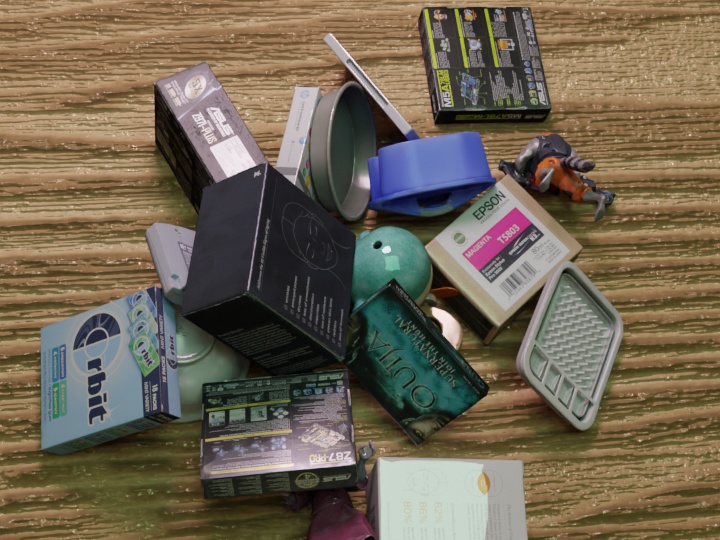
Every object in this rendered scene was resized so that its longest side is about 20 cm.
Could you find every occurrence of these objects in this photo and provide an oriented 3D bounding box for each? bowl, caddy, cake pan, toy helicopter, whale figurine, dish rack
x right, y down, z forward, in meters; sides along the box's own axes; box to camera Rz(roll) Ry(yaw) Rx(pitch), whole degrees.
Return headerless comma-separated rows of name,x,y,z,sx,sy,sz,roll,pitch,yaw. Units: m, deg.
bowl,-0.245,0.098,1.602,0.198,0.091,0.204,4,65,-9
caddy,0.102,-0.133,1.742,0.197,0.141,0.107,-10,85,-14
cake pan,-0.025,-0.174,1.726,0.036,0.201,0.203,2,61,21
toy helicopter,0.055,0.067,1.683,0.198,0.079,0.133,23,69,15
whale figurine,0.000,0.000,1.650,0.197,0.104,0.161,-4,52,14
dish rack,0.295,0.108,1.689,0.171,0.043,0.202,43,59,-27

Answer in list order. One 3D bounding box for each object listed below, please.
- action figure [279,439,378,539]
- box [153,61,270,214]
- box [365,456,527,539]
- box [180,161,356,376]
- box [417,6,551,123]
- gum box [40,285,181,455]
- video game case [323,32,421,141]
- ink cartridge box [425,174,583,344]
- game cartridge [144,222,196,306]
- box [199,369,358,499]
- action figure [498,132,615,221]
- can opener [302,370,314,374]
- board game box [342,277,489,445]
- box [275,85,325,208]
action figure,-0.029,0.314,1.537,0.132,0.150,0.201,-13,41,1
box,-0.214,-0.165,1.692,0.085,0.164,0.201,-26,71,-20
box,0.112,0.335,1.544,0.197,0.107,0.154,3,64,-8
box,-0.115,0.004,1.548,0.123,0.196,0.202,-17,51,32
box,0.200,-0.335,1.915,0.190,0.048,0.203,-4,66,-9
gum box,-0.328,0.132,1.535,0.198,0.044,0.172,-20,63,24
video game case,0.026,-0.267,1.802,0.018,0.143,0.201,-40,75,7
ink cartridge box,0.203,-0.019,1.748,0.200,0.075,0.165,-40,78,-23
game cartridge,-0.204,0.008,1.608,0.199,0.041,0.134,26,33,-45
box,-0.105,0.207,1.513,0.197,0.050,0.162,-6,41,-2
action figure,0.323,-0.152,1.798,0.197,0.106,0.194,11,27,-16
can opener,-0.121,0.206,1.583,0.053,0.067,0.201,23,62,13
board game box,0.061,0.126,1.597,0.200,0.135,0.028,48,26,-5
box,-0.081,-0.138,1.707,0.041,0.156,0.202,3,61,14
